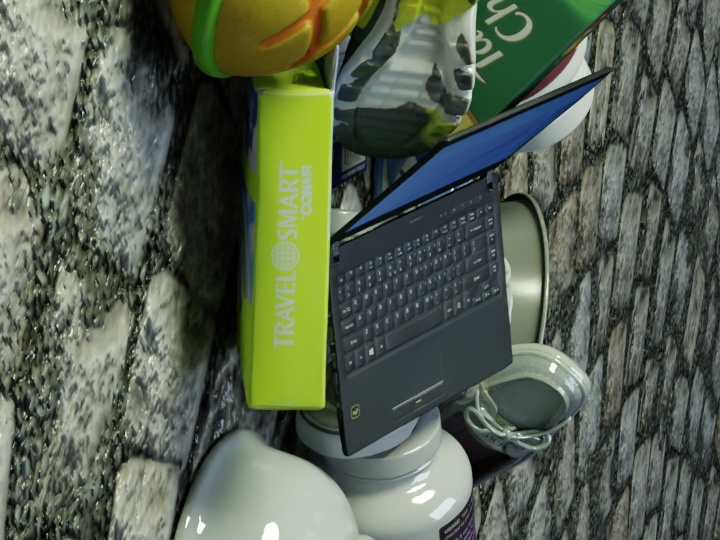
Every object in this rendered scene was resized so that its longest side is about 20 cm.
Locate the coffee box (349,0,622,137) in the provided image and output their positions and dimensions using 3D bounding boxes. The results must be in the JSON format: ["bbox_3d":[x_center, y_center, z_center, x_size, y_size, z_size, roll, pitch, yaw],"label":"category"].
[{"bbox_3d":[0.087,-0.176,1.466,0.200,0.123,0.044,-43,179,24],"label":"coffee box"}]

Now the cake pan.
[{"bbox_3d":[0.081,0.040,1.830,0.200,0.037,0.201,-169,-90,-75],"label":"cake pan"}]

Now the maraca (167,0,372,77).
[{"bbox_3d":[-0.035,-0.169,1.349,0.137,0.107,0.200,-65,168,27],"label":"maraca"}]

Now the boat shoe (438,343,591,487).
[{"bbox_3d":[0.074,0.112,1.722,0.074,0.202,0.065,41,45,-19],"label":"boat shoe"}]

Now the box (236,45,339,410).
[{"bbox_3d":[-0.041,-0.035,1.434,0.122,0.048,0.200,-111,-157,-75],"label":"box"}]

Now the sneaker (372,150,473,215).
[{"bbox_3d":[0.052,-0.053,1.763,0.074,0.082,0.200,0,95,-73],"label":"sneaker"}]

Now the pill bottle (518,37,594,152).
[{"bbox_3d":[0.079,-0.169,1.674,0.200,0.113,0.113,54,43,-47],"label":"pill bottle"}]

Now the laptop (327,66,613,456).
[{"bbox_3d":[0.069,-0.006,1.521,0.177,0.103,0.200,-25,115,-48],"label":"laptop"}]

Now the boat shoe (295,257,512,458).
[{"bbox_3d":[0.032,0.046,1.619,0.200,0.071,0.070,-32,142,-42],"label":"boat shoe"}]

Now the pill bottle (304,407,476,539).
[{"bbox_3d":[0.019,0.173,1.682,0.113,0.112,0.200,-64,155,-50],"label":"pill bottle"}]

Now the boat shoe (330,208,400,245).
[{"bbox_3d":[0.000,0.000,1.613,0.200,0.073,0.067,19,78,-74],"label":"boat shoe"}]

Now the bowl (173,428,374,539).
[{"bbox_3d":[-0.043,0.196,1.518,0.201,0.090,0.202,6,90,-74],"label":"bowl"}]

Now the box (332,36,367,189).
[{"bbox_3d":[-0.024,-0.149,1.543,0.121,0.032,0.200,-33,126,-70],"label":"box"}]

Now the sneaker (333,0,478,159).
[{"bbox_3d":[0.035,-0.149,1.433,0.085,0.074,0.200,-91,-163,-48],"label":"sneaker"}]
